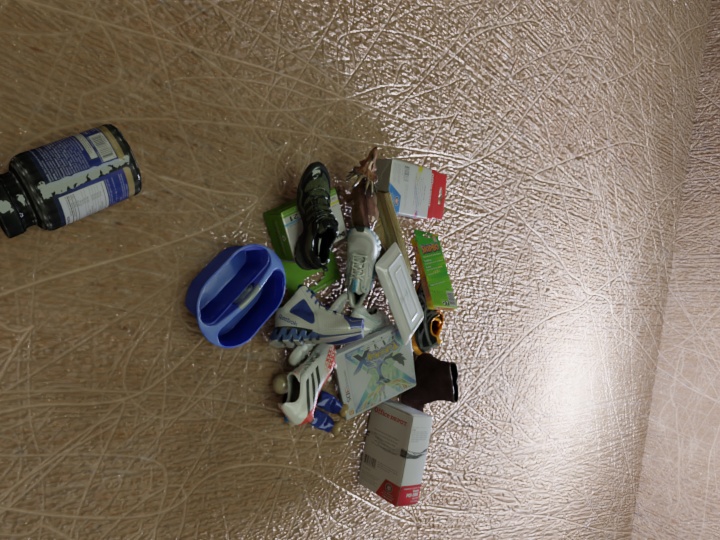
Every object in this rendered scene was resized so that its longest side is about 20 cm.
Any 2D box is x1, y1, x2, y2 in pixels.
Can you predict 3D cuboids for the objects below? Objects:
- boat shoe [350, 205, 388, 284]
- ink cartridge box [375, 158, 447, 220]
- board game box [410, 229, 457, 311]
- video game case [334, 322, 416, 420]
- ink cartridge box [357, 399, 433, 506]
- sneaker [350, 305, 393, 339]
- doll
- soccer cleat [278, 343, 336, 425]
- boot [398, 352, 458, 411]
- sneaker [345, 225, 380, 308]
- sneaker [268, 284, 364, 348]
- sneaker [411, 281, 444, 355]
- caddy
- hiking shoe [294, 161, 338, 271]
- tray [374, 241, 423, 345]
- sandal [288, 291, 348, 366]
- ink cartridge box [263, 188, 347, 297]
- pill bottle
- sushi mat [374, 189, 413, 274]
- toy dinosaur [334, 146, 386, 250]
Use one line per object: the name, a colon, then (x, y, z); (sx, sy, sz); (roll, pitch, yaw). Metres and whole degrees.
boat shoe: (0.024, -0.056, 1.246); (0.069, 0.069, 0.207); (-21, 91, -16)
ink cartridge box: (0.118, -0.190, 1.308); (0.195, 0.066, 0.121); (6, 92, -41)
board game box: (0.181, -0.001, 1.363); (0.093, 0.030, 0.207); (8, 63, -41)
video game case: (0.036, 0.229, 1.256); (0.194, 0.022, 0.188); (-22, 120, -20)
ink cartridge box: (0.083, 0.425, 1.296); (0.081, 0.144, 0.208); (13, 87, -41)
sneaker: (0.051, 0.133, 1.286); (0.196, 0.069, 0.083); (21, 79, -40)
doll: (-0.112, 0.275, 1.173); (0.198, 0.048, 0.140); (37, 68, -33)
soccer cleat: (-0.107, 0.214, 1.117); (0.085, 0.067, 0.204); (45, 48, -29)
boot: (0.170, 0.306, 1.345); (0.071, 0.164, 0.209); (-10, 102, -38)
sneaker: (0.000, 0.000, 1.155); (0.088, 0.072, 0.205); (-71, 165, -45)
sneaker: (-0.088, 0.086, 1.091); (0.191, 0.081, 0.120); (-3, 73, -1)
sneaker: (0.174, 0.111, 1.360); (0.078, 0.075, 0.206); (38, 48, -40)
caddy: (-0.225, 0.044, 1.008); (0.201, 0.103, 0.143); (-50, 124, -25)
hiking shoe: (-0.071, -0.101, 1.033); (0.074, 0.099, 0.209); (0, 95, -40)
tray: (0.094, 0.051, 1.208); (0.107, 0.022, 0.206); (-45, 121, -46)
sandal: (-0.094, 0.111, 1.165); (0.049, 0.083, 0.204); (35, 58, 8)
ink cartridge box: (-0.098, -0.047, 1.130); (0.146, 0.074, 0.207); (-29, 112, -35)
pill bottle: (-0.435, -0.130, 0.802); (0.197, 0.110, 0.115); (-33, 115, -33)
sushi mat: (0.060, -0.087, 1.250); (0.012, 0.094, 0.206); (-32, 115, -31)
toy dinosaur: (0.011, -0.139, 1.145); (0.083, 0.135, 0.208); (-14, 87, -18)
